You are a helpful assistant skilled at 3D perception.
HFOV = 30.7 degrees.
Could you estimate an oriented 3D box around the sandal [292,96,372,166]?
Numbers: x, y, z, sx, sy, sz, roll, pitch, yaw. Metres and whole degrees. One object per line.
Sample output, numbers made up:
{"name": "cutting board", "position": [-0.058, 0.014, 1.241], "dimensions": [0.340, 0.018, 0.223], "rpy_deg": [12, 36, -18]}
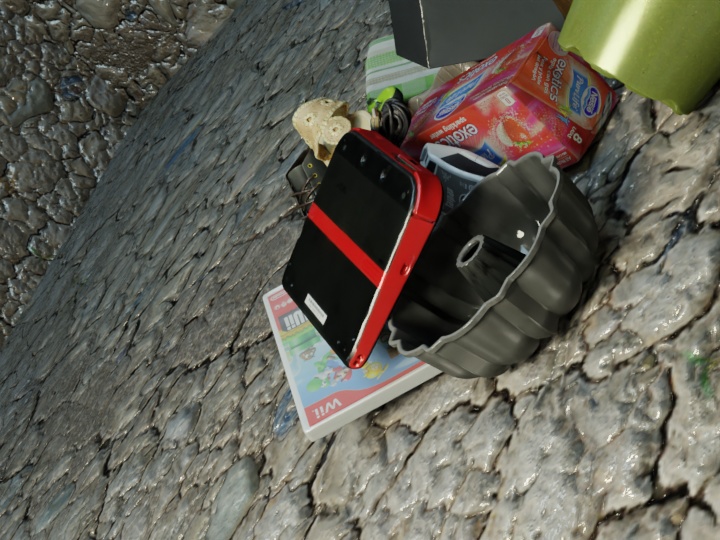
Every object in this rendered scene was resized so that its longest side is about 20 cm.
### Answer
{"name": "sandal", "position": [-0.044, -0.153, 1.416], "dimensions": [0.078, 0.070, 0.212], "rpy_deg": [-66, 18, 8]}

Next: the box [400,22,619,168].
{"name": "box", "position": [0.131, -0.137, 1.235], "dimensions": [0.200, 0.100, 0.096], "rpy_deg": [-22, 29, 56]}

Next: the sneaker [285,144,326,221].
{"name": "sneaker", "position": [-0.051, -0.062, 1.534], "dimensions": [0.075, 0.106, 0.200], "rpy_deg": [-40, 22, 34]}

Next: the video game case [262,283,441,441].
{"name": "video game case", "position": [-0.008, 0.053, 1.203], "dimensions": [0.143, 0.017, 0.200], "rpy_deg": [-29, 39, 5]}

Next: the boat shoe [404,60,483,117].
{"name": "boat shoe", "position": [0.102, -0.176, 1.420], "dimensions": [0.073, 0.075, 0.200], "rpy_deg": [-30, -2, -30]}

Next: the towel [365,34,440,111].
{"name": "towel", "position": [0.079, -0.249, 1.598], "dimensions": [0.149, 0.031, 0.200], "rpy_deg": [-14, 31, 10]}

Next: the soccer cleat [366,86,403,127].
{"name": "soccer cleat", "position": [0.014, -0.104, 1.445], "dimensions": [0.200, 0.081, 0.068], "rpy_deg": [-67, 18, 11]}

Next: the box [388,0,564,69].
{"name": "box", "position": [0.141, -0.261, 1.311], "dimensions": [0.200, 0.079, 0.141], "rpy_deg": [-11, 14, -8]}

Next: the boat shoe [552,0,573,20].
{"name": "boat shoe", "position": [0.212, -0.246, 1.150], "dimensions": [0.072, 0.200, 0.072], "rpy_deg": [-41, 54, 5]}

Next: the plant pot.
{"name": "plant pot", "position": [0.253, -0.232, 1.028], "dimensions": [0.190, 0.200, 0.200], "rpy_deg": [-60, 16, 14]}

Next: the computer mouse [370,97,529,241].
{"name": "computer mouse", "position": [0.087, -0.083, 1.205], "dimensions": [0.044, 0.110, 0.200], "rpy_deg": [-33, 50, -32]}

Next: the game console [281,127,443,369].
{"name": "game console", "position": [-0.002, -0.027, 1.167], "dimensions": [0.177, 0.031, 0.200], "rpy_deg": [-68, 27, 13]}

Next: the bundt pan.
{"name": "bundt pan", "position": [0.115, 0.005, 1.059], "dimensions": [0.202, 0.076, 0.202], "rpy_deg": [-45, 20, 22]}
